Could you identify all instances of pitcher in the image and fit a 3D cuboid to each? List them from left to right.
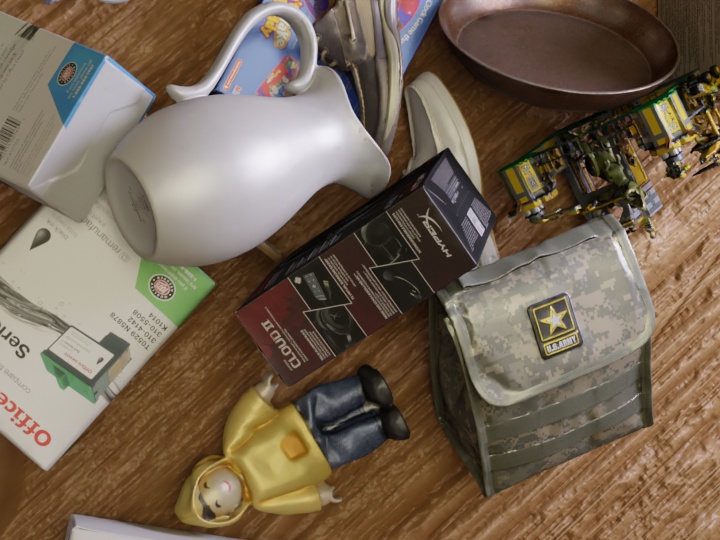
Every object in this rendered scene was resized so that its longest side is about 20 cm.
[{"bbox_3d":[-0.096,-0.103,1.164,0.200,0.121,0.172,-24,92,-29],"label":"pitcher"}]

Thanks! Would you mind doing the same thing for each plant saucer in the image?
[{"bbox_3d":[0.160,-0.183,1.263,0.200,0.201,0.035,1,128,-12],"label":"plant saucer"}]

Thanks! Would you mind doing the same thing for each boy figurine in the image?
[{"bbox_3d":[-0.065,0.146,1.271,0.200,0.064,0.125,-24,98,-14],"label":"boy figurine"}]

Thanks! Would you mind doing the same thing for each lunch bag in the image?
[{"bbox_3d":[0.145,0.062,1.245,0.164,0.118,0.200,-22,134,-11],"label":"lunch bag"}]

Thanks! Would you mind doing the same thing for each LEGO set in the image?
[{"bbox_3d":[0.225,-0.074,1.268,0.200,0.154,0.116,-24,97,28],"label":"LEGO set"}]

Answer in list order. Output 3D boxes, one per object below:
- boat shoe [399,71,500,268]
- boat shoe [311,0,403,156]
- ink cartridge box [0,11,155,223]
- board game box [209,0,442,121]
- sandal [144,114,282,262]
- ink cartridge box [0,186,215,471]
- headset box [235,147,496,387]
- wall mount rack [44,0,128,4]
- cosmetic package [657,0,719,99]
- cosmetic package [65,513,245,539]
[{"bbox_3d":[0.063,-0.064,1.292,0.069,0.071,0.201,-17,95,-13],"label":"boat shoe"},{"bbox_3d":[-0.004,-0.189,1.238,0.073,0.074,0.201,-1,85,0],"label":"boat shoe"},{"bbox_3d":[-0.267,-0.129,1.192,0.116,0.200,0.068,-60,143,-6],"label":"ink cartridge box"},{"bbox_3d":[-0.020,-0.202,1.286,0.134,0.045,0.200,29,85,-11],"label":"board game box"},{"bbox_3d":[-0.123,-0.101,1.247,0.212,0.078,0.070,42,91,-4],"label":"sandal"},{"bbox_3d":[-0.236,0.038,1.222,0.146,0.084,0.200,42,82,-9],"label":"ink cartridge box"},{"bbox_3d":[0.000,0.000,1.212,0.200,0.149,0.077,-32,97,18],"label":"headset box"},{"bbox_3d":[-0.218,-0.314,1.233,0.174,0.075,0.200,-38,98,-6],"label":"wall mount rack"},{"bbox_3d":[0.328,-0.203,1.281,0.087,0.200,0.104,0,91,-14],"label":"cosmetic package"},{"bbox_3d":[-0.144,0.266,1.243,0.199,0.085,0.108,12,87,-11],"label":"cosmetic package"}]
